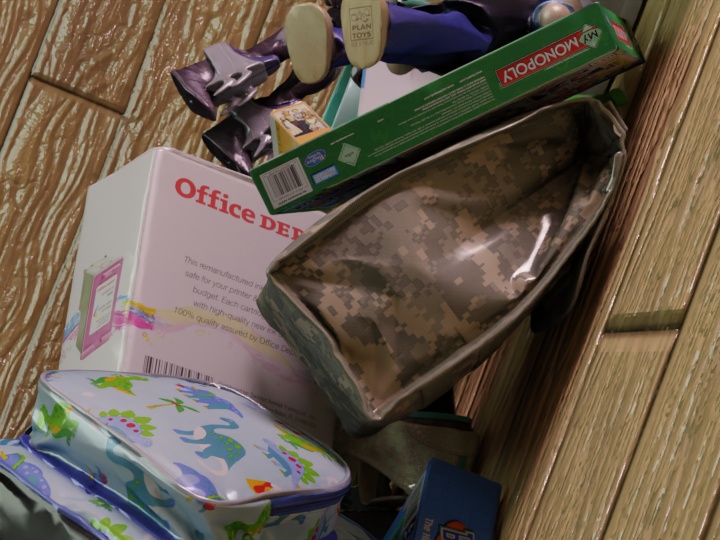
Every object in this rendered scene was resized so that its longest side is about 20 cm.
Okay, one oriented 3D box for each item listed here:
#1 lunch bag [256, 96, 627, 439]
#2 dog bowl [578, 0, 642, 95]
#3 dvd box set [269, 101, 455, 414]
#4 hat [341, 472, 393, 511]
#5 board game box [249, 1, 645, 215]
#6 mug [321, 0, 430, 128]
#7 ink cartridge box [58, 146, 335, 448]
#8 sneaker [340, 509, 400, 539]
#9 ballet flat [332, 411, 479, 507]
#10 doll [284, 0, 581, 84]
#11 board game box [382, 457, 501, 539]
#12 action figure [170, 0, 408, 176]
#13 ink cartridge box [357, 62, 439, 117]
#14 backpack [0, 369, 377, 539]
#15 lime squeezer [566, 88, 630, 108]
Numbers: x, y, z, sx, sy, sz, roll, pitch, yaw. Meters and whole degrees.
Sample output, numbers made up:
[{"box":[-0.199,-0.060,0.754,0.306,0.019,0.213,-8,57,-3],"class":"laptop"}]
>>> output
[{"box":[0.054,-0.008,1.255,0.200,0.118,0.164,-36,-3,-8],"class":"lunch bag"},{"box":[0.125,-0.159,1.475,0.200,0.059,0.200,-158,90,-84],"class":"dog bowl"},{"box":[0.000,0.000,1.471,0.200,0.029,0.147,-132,30,-52],"class":"dvd box set"},{"box":[-0.017,0.119,1.570,0.081,0.201,0.201,-24,-24,-35],"class":"hat"},{"box":[0.050,-0.084,1.264,0.200,0.029,0.135,-25,-4,13],"class":"board game box"},{"box":[0.031,-0.107,1.859,0.152,0.114,0.185,-82,15,-68],"class":"mug"},{"box":[-0.090,0.049,1.360,0.085,0.144,0.200,-23,53,51],"class":"ink cartridge box"},{"box":[-0.001,0.187,1.413,0.200,0.074,0.085,135,137,-76],"class":"sneaker"},{"box":[-0.004,0.105,1.402,0.200,0.067,0.063,7,88,59],"class":"ballet flat"},{"box":[0.057,-0.130,1.294,0.136,0.200,0.049,-10,89,42],"class":"doll"},{"box":[0.009,0.218,1.244,0.152,0.045,0.200,-76,10,-46],"class":"board game box"},{"box":[-0.023,-0.148,1.562,0.200,0.130,0.069,-39,41,-15],"class":"action figure"},{"box":[0.038,-0.039,1.552,0.115,0.068,0.200,-84,-9,-50],"class":"ink cartridge box"},{"box":[-0.084,0.138,1.179,0.200,0.183,0.147,10,-74,-53],"class":"backpack"},{"box":[0.104,-0.071,1.397,0.038,0.071,0.200,-33,-16,-34],"class":"lime squeezer"}]
